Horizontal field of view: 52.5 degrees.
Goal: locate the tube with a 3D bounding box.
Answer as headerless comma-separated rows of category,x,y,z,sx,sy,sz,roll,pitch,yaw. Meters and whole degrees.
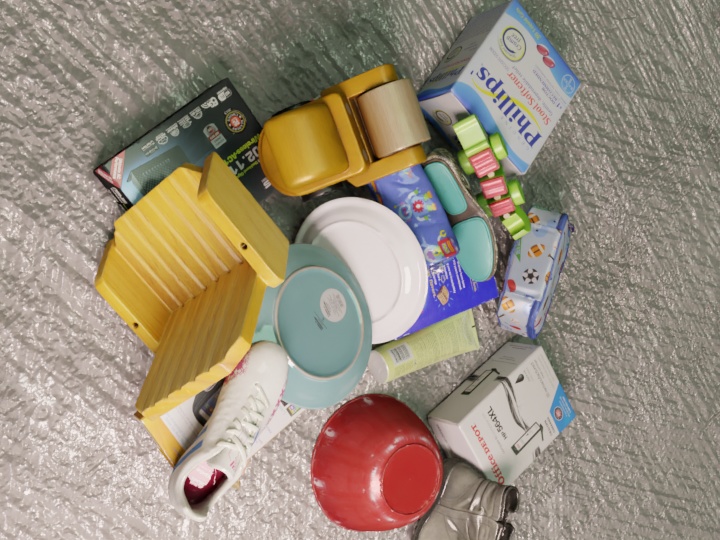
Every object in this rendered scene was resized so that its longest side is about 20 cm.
tube,0.102,0.114,1.098,0.199,0.052,0.058,-19,141,-32

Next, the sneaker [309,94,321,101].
sneaker,0.009,-0.225,1.012,0.199,0.093,0.071,-18,99,-29

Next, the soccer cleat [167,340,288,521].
soccer cleat,-0.129,0.170,0.765,0.070,0.086,0.200,33,82,-22

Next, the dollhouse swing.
dollhouse swing,-0.202,0.019,0.769,0.182,0.200,0.176,51,29,-13

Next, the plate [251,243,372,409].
plate,-0.053,0.063,0.872,0.200,0.026,0.201,13,70,-39

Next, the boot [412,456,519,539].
boot,0.151,0.384,1.059,0.068,0.130,0.201,7,101,-43

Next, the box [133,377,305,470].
box,-0.143,0.150,0.842,0.200,0.041,0.119,-39,109,-26

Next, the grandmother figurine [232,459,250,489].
grandmother figurine,-0.127,0.173,0.936,0.060,0.121,0.200,28,59,-1

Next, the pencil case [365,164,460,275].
pencil case,0.059,-0.087,0.973,0.087,0.078,0.201,-26,92,-20

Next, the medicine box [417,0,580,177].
medicine box,0.213,-0.274,1.127,0.182,0.103,0.200,42,69,-23

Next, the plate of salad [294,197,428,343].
plate of salad,0.000,0.000,0.968,0.048,0.199,0.201,-31,108,-59

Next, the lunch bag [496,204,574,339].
lunch bag,0.277,0.002,1.150,0.201,0.075,0.160,-68,158,-11

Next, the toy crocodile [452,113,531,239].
toy crocodile,0.191,-0.133,1.059,0.200,0.067,0.062,61,20,-26

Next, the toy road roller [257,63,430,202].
toy road roller,-0.028,-0.156,0.867,0.146,0.199,0.123,-39,109,-71

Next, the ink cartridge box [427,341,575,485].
ink cartridge box,0.223,0.230,1.144,0.200,0.084,0.146,-38,108,-25

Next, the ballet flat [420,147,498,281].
ballet flat,0.147,-0.084,1.028,0.201,0.068,0.075,62,32,-17

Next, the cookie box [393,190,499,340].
cookie box,0.090,-0.009,1.069,0.199,0.075,0.172,-19,96,-29

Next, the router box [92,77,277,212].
router box,-0.202,-0.120,0.906,0.200,0.062,0.150,-43,112,-23

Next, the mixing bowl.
mixing bowl,0.041,0.280,1.025,0.199,0.108,0.201,0,89,-30
